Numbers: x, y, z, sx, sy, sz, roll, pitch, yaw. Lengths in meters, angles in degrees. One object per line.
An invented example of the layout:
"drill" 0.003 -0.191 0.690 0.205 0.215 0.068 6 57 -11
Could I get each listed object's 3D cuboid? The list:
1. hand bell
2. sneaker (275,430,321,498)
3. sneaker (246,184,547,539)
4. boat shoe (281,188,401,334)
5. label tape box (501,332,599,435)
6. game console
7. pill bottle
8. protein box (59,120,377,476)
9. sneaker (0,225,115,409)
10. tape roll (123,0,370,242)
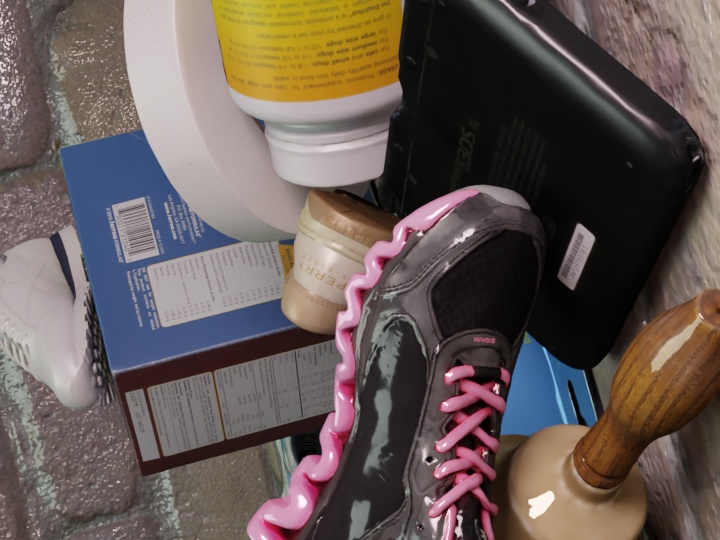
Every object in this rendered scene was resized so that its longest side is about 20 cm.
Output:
"hand bell" 0.091 0.065 0.614 0.200 0.104 0.104 115 142 -56
"sneaker" -0.044 0.212 1.690 0.086 0.077 0.201 137 119 -77
"sneaker" 0.026 0.070 0.612 0.095 0.079 0.201 39 112 47
"boat shoe" 0.000 0.000 0.874 0.065 0.071 0.200 -65 -14 5
"label tape box" 0.063 0.089 0.823 0.200 0.063 0.145 122 133 -79
"game console" 0.071 -0.084 0.649 0.176 0.116 0.200 42 162 14
"pill bottle" -0.022 -0.147 0.845 0.109 0.109 0.201 -120 18 -61
"protein box" -0.086 0.004 1.197 0.135 0.199 0.199 87 166 -54
"sneaker" -0.223 0.042 1.210 0.200 0.080 0.077 -121 20 -59
"tape roll" -0.053 -0.117 0.943 0.203 0.037 0.204 17 -111 -55
